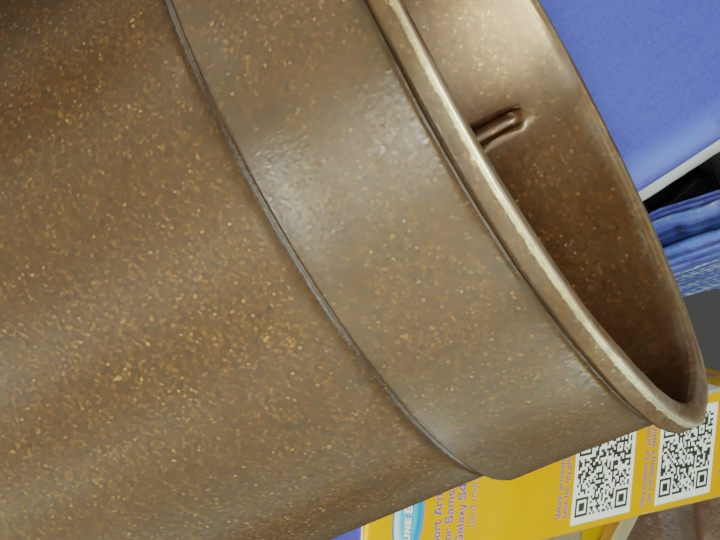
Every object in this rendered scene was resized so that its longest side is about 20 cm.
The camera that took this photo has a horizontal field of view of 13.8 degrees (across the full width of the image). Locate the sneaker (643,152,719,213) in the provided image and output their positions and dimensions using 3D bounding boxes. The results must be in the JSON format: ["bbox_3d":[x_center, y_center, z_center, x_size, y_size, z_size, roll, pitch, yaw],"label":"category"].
[{"bbox_3d":[0.120,-0.049,1.014,0.090,0.067,0.200,-15,173,-1],"label":"sneaker"}]

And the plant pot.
[{"bbox_3d":[-0.047,-0.006,0.741,0.198,0.201,0.200,-28,175,14],"label":"plant pot"}]

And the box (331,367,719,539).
[{"bbox_3d":[0.012,0.048,0.883,0.119,0.042,0.200,15,-166,42],"label":"box"}]

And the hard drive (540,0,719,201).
[{"bbox_3d":[0.081,-0.097,0.894,0.200,0.132,0.025,-32,166,-25],"label":"hard drive"}]

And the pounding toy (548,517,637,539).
[{"bbox_3d":[0.055,0.105,1.240,0.200,0.142,0.184,-61,147,-16],"label":"pounding toy"}]

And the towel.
[{"bbox_3d":[0.130,-0.014,0.941,0.145,0.024,0.200,-19,174,42],"label":"towel"}]
